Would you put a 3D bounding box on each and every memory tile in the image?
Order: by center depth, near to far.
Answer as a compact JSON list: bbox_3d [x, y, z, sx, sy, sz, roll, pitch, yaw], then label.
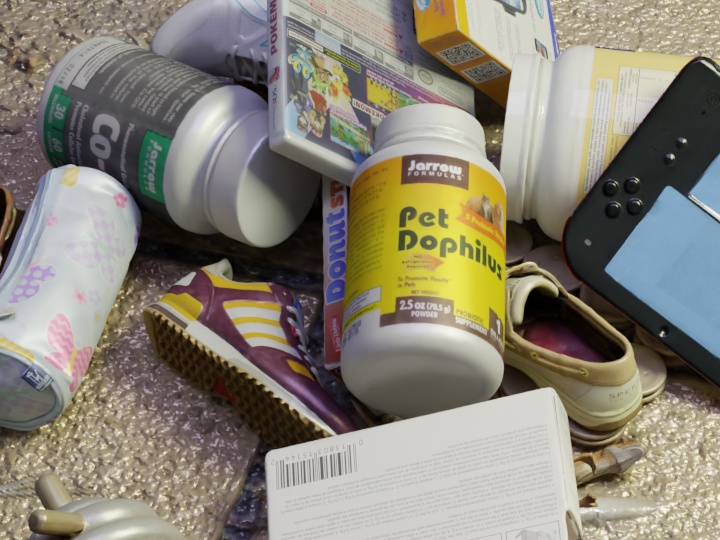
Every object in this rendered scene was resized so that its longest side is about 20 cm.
[{"bbox_3d":[0.132,0.041,1.650,0.199,0.017,0.153,28,52,25],"label":"memory tile"}]

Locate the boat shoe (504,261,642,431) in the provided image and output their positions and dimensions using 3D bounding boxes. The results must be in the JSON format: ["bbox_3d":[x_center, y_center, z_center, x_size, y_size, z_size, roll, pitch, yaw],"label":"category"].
[{"bbox_3d":[0.118,0.030,1.601,0.200,0.067,0.074,33,54,29],"label":"boat shoe"}]

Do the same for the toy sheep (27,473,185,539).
[{"bbox_3d":[-0.155,0.204,1.410,0.137,0.138,0.201,-19,61,-18],"label":"toy sheep"}]

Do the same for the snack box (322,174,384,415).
[{"bbox_3d":[0.000,0.000,1.630,0.024,0.072,0.201,-19,51,23],"label":"snack box"}]

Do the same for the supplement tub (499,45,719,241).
[{"bbox_3d":[0.205,-0.087,1.682,0.199,0.146,0.146,7,46,5],"label":"supplement tub"}]

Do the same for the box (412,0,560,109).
[{"bbox_3d":[0.099,-0.196,1.766,0.041,0.200,0.120,-16,66,24],"label":"box"}]

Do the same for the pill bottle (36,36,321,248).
[{"bbox_3d":[-0.133,-0.093,1.693,0.199,0.114,0.113,23,49,34],"label":"pill bottle"}]

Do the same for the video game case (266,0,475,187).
[{"bbox_3d":[0.010,-0.134,1.677,0.199,0.023,0.183,24,52,-39],"label":"video game case"}]

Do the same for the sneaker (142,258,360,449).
[{"bbox_3d":[-0.058,0.057,1.592,0.200,0.075,0.090,35,61,28],"label":"sneaker"}]

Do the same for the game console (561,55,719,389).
[{"bbox_3d":[0.258,-0.022,1.594,0.200,0.031,0.177,38,97,1],"label":"game console"}]

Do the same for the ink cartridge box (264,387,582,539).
[{"bbox_3d":[0.040,0.176,1.456,0.199,0.045,0.177,-14,52,14],"label":"ink cartridge box"}]

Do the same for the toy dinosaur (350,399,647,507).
[{"bbox_3d":[0.093,0.140,1.537,0.199,0.061,0.106,4,23,-5],"label":"toy dinosaur"}]

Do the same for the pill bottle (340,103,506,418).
[{"bbox_3d":[0.044,-0.010,1.554,0.109,0.109,0.201,2,58,1],"label":"pill bottle"}]

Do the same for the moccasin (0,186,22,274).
[{"bbox_3d":[-0.297,0.019,1.626,0.073,0.078,0.202,22,50,19],"label":"moccasin"}]

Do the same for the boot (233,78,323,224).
[{"bbox_3d":[-0.003,-0.129,1.779,0.187,0.069,0.201,-6,47,-7],"label":"boot"}]

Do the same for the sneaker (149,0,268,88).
[{"bbox_3d":[-0.061,-0.171,1.751,0.199,0.071,0.081,-8,57,0],"label":"sneaker"}]

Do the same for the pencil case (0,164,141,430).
[{"bbox_3d":[-0.221,0.017,1.621,0.091,0.083,0.201,41,42,-21],"label":"pencil case"}]
